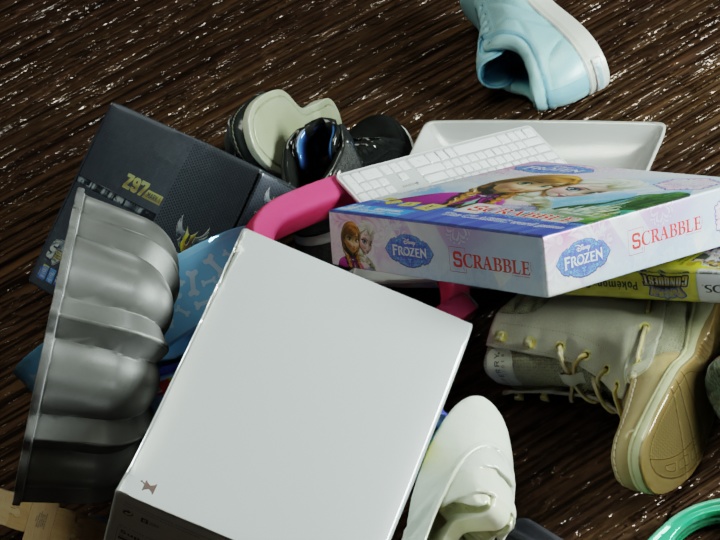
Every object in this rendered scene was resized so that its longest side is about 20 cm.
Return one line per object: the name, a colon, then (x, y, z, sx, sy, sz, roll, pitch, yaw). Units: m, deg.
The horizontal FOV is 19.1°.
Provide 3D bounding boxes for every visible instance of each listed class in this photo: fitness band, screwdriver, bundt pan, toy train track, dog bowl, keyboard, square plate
fitness band: (0.000, 0.000, 1.458, 0.144, 0.037, 0.200, 48, 36, 14)
screwdriver: (0.074, 0.157, 1.370, 0.028, 0.029, 0.200, -36, 30, -22)
bundt pan: (-0.160, 0.053, 1.332, 0.076, 0.202, 0.202, 11, 36, -7)
toy train track: (-0.171, 0.178, 1.419, 0.200, 0.033, 0.115, 12, 83, 35)
dog bowl: (-0.145, 0.041, 1.483, 0.200, 0.050, 0.111, -33, -8, 14)
keyboard: (0.071, -0.069, 1.541, 0.200, 0.011, 0.056, -17, 60, -41)
square plate: (0.114, -0.045, 1.602, 0.198, 0.028, 0.200, 3, 41, 22)

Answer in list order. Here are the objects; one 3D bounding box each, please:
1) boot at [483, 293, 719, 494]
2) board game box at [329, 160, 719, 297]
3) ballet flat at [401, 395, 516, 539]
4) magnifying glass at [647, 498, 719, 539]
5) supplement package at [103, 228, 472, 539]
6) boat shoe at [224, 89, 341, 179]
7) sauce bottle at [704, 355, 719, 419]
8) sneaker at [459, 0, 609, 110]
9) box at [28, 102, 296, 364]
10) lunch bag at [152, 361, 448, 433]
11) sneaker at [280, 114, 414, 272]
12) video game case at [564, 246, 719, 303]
boot: (0.152, 0.072, 1.398, 0.154, 0.072, 0.200, 1, 34, 24)
board game box: (0.118, -0.031, 1.405, 0.199, 0.041, 0.200, -15, 16, -40)
ballet flat: (0.057, 0.165, 1.289, 0.069, 0.069, 0.200, 9, 59, 33)
magnifying glass: (0.164, 0.190, 1.277, 0.200, 0.022, 0.080, -23, 35, -5)
supplement package: (-0.044, 0.105, 1.286, 0.155, 0.111, 0.200, 23, 56, 2)
boat shoe: (-0.073, -0.104, 1.683, 0.066, 0.075, 0.199, -9, 7, 18)
sauce bottle: (0.307, 0.034, 1.383, 0.200, 0.065, 0.065, -36, 38, -30)
sneaker: (0.120, -0.192, 1.767, 0.082, 0.074, 0.200, -26, 35, -16)
box: (-0.151, -0.025, 1.614, 0.200, 0.051, 0.158, 27, 91, 44)
lunch bag: (-0.044, 0.100, 1.438, 0.200, 0.094, 0.151, -27, 34, -20)
sneaker: (-0.007, -0.087, 1.647, 0.073, 0.112, 0.200, -2, 39, 18)
video game case: (0.246, -0.022, 1.454, 0.180, 0.026, 0.200, 2, 20, 38)
